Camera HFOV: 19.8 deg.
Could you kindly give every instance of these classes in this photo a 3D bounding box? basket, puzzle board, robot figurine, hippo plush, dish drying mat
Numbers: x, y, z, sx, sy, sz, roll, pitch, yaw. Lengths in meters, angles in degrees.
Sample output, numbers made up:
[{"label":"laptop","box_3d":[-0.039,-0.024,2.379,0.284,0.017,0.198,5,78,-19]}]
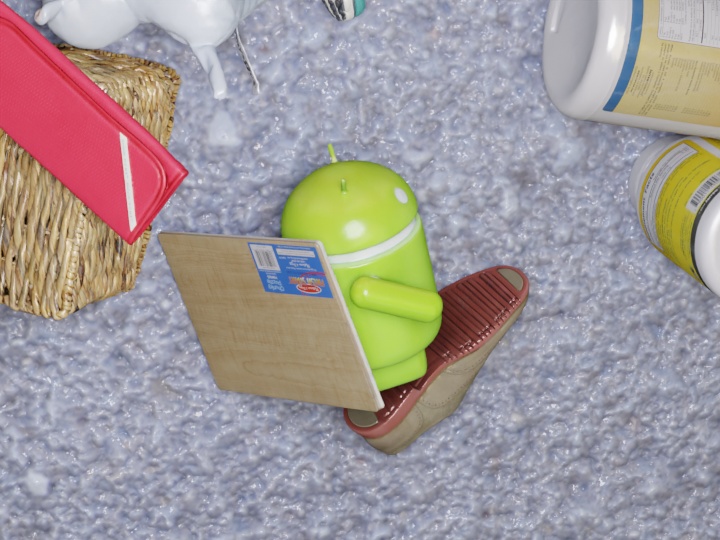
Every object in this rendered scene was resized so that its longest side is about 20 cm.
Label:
[{"label":"basket","box_3d":[-0.248,-0.078,1.647,0.142,0.149,0.201,16,105,15]},{"label":"puzzle board","box_3d":[-0.072,0.037,1.671,0.017,0.199,0.151,-36,116,-36]},{"label":"robot figurine","box_3d":[0.000,0.000,1.678,0.115,0.176,0.201,-16,117,-5]},{"label":"hippo plush","box_3d":[-0.162,-0.226,1.602,0.160,0.159,0.201,-6,95,19]},{"label":"dish drying mat","box_3d":[-0.222,-0.112,1.545,0.200,0.018,0.077,42,110,7]}]

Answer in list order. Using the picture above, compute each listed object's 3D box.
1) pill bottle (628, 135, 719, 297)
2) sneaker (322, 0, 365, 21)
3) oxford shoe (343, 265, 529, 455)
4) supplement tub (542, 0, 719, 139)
[{"label":"pill bottle","box_3d":[0.299,-0.049,1.727,0.112,0.200,0.113,-4,108,-13]},{"label":"sneaker","box_3d":[-0.006,-0.297,1.638,0.079,0.077,0.201,-8,109,-22]},{"label":"oxford shoe","box_3d":[0.073,0.077,1.791,0.200,0.070,0.075,-41,139,-1]},{"label":"supplement tub","box_3d":[0.264,-0.186,1.705,0.199,0.145,0.145,6,105,-17]}]
